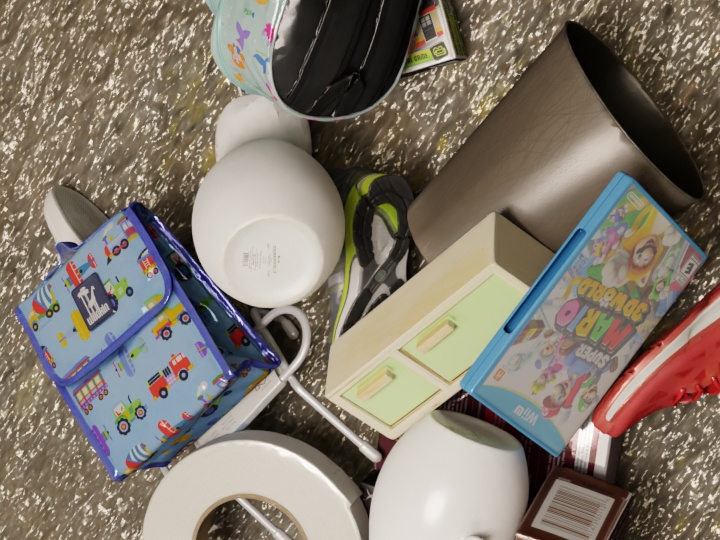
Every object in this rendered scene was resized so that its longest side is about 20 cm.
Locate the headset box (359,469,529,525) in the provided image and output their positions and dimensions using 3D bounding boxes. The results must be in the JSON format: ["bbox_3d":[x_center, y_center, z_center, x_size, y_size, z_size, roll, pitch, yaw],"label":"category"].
[{"bbox_3d":[0.059,0.288,1.560,0.149,0.075,0.200,15,101,18],"label":"headset box"}]

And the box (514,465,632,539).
[{"bbox_3d":[0.160,0.272,1.472,0.075,0.100,0.200,19,126,16],"label":"box"}]

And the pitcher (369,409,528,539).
[{"bbox_3d":[0.067,0.226,1.425,0.121,0.172,0.200,15,100,-22],"label":"pitcher"}]

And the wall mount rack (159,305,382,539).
[{"bbox_3d":[-0.080,0.134,1.569,0.200,0.075,0.174,-47,52,19],"label":"wall mount rack"}]

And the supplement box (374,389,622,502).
[{"bbox_3d":[0.119,0.131,1.527,0.200,0.061,0.109,11,100,18],"label":"supplement box"}]

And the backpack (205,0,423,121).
[{"bbox_3d":[-0.034,-0.225,1.445,0.151,0.177,0.200,24,109,39],"label":"backpack"}]

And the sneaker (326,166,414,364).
[{"bbox_3d":[0.000,0.000,1.556,0.081,0.074,0.200,41,129,53],"label":"sneaker"}]

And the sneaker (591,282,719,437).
[{"bbox_3d":[0.287,0.087,1.428,0.200,0.078,0.116,-42,85,-1],"label":"sneaker"}]

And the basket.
[{"bbox_3d":[0.147,-0.068,1.458,0.200,0.136,0.180,-40,71,24],"label":"basket"}]

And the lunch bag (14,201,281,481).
[{"bbox_3d":[-0.193,0.051,1.534,0.151,0.094,0.200,-42,76,21],"label":"lunch bag"}]

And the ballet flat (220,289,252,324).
[{"bbox_3d":[-0.176,0.090,1.638,0.200,0.046,0.067,-42,81,20],"label":"ballet flat"}]

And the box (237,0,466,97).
[{"bbox_3d":[-0.018,-0.207,1.551,0.200,0.035,0.110,-15,91,21],"label":"box"}]

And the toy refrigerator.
[{"bbox_3d":[0.065,0.049,1.432,0.076,0.070,0.200,35,126,-23],"label":"toy refrigerator"}]

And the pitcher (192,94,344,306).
[{"bbox_3d":[-0.076,-0.032,1.493,0.121,0.200,0.172,-4,118,-4],"label":"pitcher"}]

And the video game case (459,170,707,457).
[{"bbox_3d":[0.174,0.037,1.379,0.200,0.143,0.018,-53,48,0],"label":"video game case"}]

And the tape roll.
[{"bbox_3d":[-0.087,0.237,1.538,0.203,0.037,0.203,3,101,16],"label":"tape roll"}]

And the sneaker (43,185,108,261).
[{"bbox_3d":[-0.252,0.027,1.635,0.116,0.074,0.200,-48,64,23],"label":"sneaker"}]
